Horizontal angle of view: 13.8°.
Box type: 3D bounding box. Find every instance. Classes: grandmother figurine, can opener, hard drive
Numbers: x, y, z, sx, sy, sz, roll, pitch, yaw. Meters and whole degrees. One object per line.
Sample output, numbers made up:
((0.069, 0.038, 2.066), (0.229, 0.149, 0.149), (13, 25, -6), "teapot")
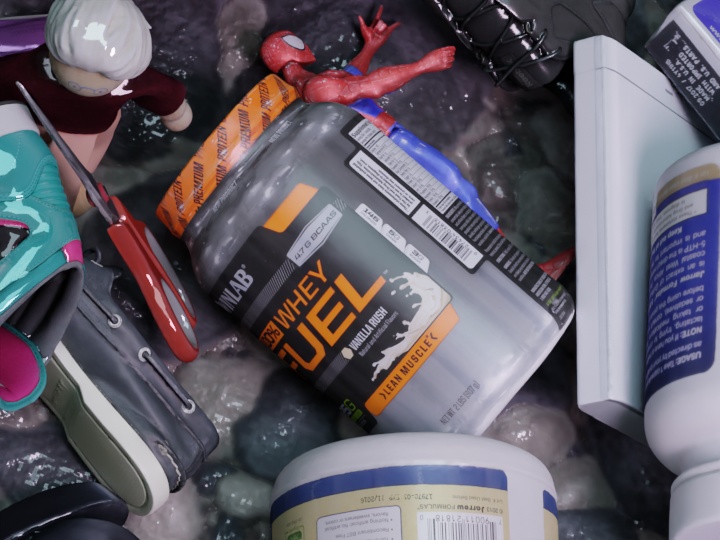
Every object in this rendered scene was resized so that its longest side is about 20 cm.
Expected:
((-0.141, -0.082, 1.461), (0.120, 0.200, 0.061), (-5, 71, -16), "grandmother figurine")
((-0.190, 0.174, 1.440), (0.199, 0.079, 0.064), (-29, 118, -20), "can opener")
((0.154, -0.008, 1.571), (0.132, 0.027, 0.201), (28, 57, -50), "hard drive")

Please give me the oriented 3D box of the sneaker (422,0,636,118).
((0.076, -0.146, 1.574), (0.199, 0.076, 0.091), (23, 55, -36), "sneaker")

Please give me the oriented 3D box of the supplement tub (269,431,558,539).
((0.028, 0.192, 1.438), (0.143, 0.144, 0.201), (4, 69, -14), "supplement tub")

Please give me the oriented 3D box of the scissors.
((-0.127, -0.033, 1.469), (0.014, 0.201, 0.073), (-25, 35, 8), "scissors")

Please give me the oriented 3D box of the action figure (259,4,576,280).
((0.040, -0.078, 1.586), (0.200, 0.065, 0.099), (37, 72, -1), "action figure")

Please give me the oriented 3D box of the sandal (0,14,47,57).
((-0.220, -0.120, 1.520), (0.201, 0.050, 0.082), (-9, 29, -25), "sandal")

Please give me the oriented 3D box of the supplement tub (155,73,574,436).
((0.000, 0.000, 1.514), (0.200, 0.123, 0.123), (40, 65, 2), "supplement tub")

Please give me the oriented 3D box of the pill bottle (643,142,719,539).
((0.202, 0.047, 1.489), (0.119, 0.120, 0.201), (11, 63, -11), "pill bottle")

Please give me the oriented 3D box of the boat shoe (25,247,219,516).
((-0.140, 0.025, 1.493), (0.066, 0.075, 0.200), (-33, 79, -28), "boat shoe")

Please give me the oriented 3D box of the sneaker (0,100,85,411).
((-0.207, 0.024, 1.429), (0.200, 0.084, 0.121), (-38, 75, 19), "sneaker")

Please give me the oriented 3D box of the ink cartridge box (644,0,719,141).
((0.272, -0.089, 1.649), (0.198, 0.043, 0.200), (51, 41, 6), "ink cartridge box")
